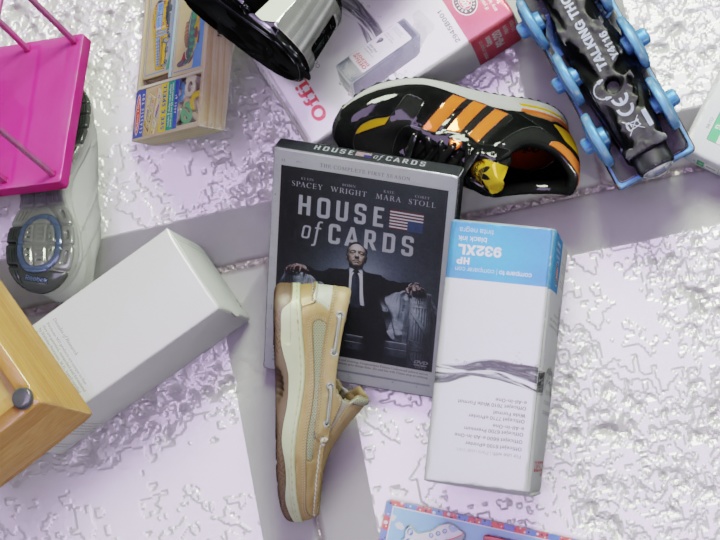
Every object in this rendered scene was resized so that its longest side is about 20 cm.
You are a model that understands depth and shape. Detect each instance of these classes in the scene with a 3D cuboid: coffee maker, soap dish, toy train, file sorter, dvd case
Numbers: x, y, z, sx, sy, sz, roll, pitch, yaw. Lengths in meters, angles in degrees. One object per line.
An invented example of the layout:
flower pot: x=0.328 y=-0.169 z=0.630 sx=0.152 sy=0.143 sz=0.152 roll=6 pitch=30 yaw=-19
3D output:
coffee maker: x=-0.055 y=-0.272 z=1.374 sx=0.192 sy=0.135 sz=0.200 roll=36 pitch=79 yaw=29
soap dish: x=-0.328 y=0.079 z=1.384 sx=0.157 sy=0.081 sz=0.200 roll=-38 pitch=77 yaw=2
toy train: x=0.192 y=-0.159 z=1.416 sx=0.087 sy=0.114 sz=0.200 roll=-30 pitch=80 yaw=10
file sorter: x=-0.345 y=-0.145 z=1.454 sx=0.200 sy=0.125 sz=0.139 roll=-6 pitch=64 yaw=23
dvd case: x=0.000 y=0.000 z=1.425 sx=0.150 sy=0.025 sz=0.200 roll=9 pitch=118 yaw=11

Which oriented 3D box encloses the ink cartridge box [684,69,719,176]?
ink cartridge box: x=0.379 y=-0.122 z=1.417 sx=0.200 sy=0.050 sz=0.161 roll=27 pitch=89 yaw=13

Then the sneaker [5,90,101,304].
sneaker: x=-0.252 y=-0.060 z=1.499 sx=0.074 sy=0.087 sz=0.200 roll=-5 pitch=64 yaw=15

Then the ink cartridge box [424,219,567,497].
ink cartridge box: x=0.107 y=0.070 z=1.389 sx=0.084 sy=0.145 sz=0.200 roll=6 pitch=85 yaw=10

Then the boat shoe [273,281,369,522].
boat shoe: x=-0.031 y=0.108 z=1.428 sx=0.076 sy=0.072 sz=0.200 roll=-1 pitch=109 yaw=-3

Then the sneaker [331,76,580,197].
sneaker: x=0.080 y=-0.098 z=1.404 sx=0.200 sy=0.090 sz=0.070 roll=4 pitch=124 yaw=-16

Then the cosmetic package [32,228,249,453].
cosmetic package: x=-0.201 y=0.061 z=1.459 sx=0.200 sy=0.108 sz=0.085 roll=-36 pitch=78 yaw=2

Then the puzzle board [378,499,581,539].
puzzle board: x=0.103 y=0.278 z=1.434 sx=0.200 sy=0.017 sz=0.151 roll=11 pitch=86 yaw=10

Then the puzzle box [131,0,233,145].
puzzle box: x=-0.143 y=-0.208 z=1.474 sx=0.025 sy=0.133 sz=0.200 roll=8 pitch=84 yaw=-30

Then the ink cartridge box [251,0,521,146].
ink cartridge box: x=0.010 y=-0.203 z=1.466 sx=0.200 sy=0.085 sz=0.146 roll=-33 pitch=79 yaw=6
